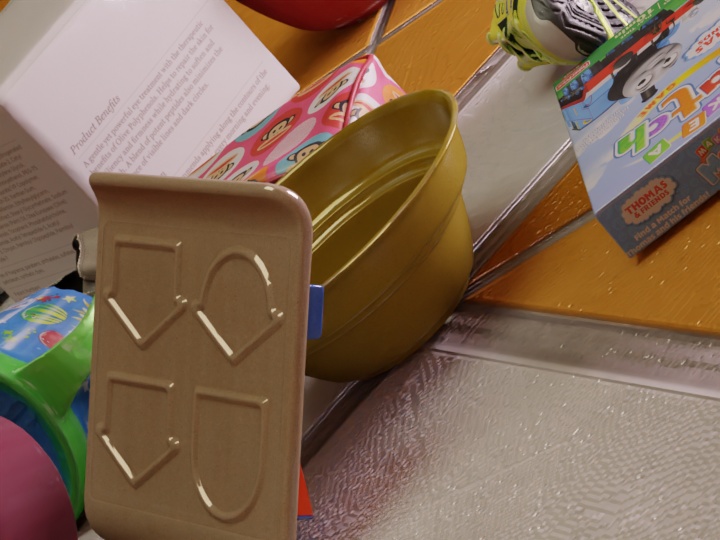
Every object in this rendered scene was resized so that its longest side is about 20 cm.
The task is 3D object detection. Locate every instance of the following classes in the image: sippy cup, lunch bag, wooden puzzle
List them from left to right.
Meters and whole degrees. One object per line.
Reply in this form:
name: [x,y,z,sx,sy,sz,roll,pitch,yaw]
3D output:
sippy cup: [-0.199,0.080,1.718,0.177,0.140,0.130,-3,27,29]
wooden puzzle: [-0.076,0.052,1.444,0.046,0.201,0.185,-4,6,-37]
lunch bag: [-0.052,-0.046,1.750,0.200,0.082,0.176,-33,20,28]

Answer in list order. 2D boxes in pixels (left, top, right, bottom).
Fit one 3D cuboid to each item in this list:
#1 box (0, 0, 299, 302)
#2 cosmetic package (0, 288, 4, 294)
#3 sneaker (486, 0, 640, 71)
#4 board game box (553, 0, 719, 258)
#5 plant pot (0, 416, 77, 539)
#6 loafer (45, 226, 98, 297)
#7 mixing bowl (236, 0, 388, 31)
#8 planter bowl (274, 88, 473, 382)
box: [-0.197,-0.107,2.034,0.200,0.171,0.199,-16,32,53]
cosmetic package: [-0.314,-0.065,2.261,0.200,0.123,0.199,-46,19,-15]
sneaker: [0.115,-0.144,1.657,0.076,0.075,0.200,-47,5,15]
board game box: [0.177,-0.099,1.472,0.151,0.037,0.200,-38,20,12]
plant pot: [-0.259,0.161,1.542,0.200,0.200,0.179,-27,-4,39]
loafer: [-0.159,-0.001,1.885,0.200,0.070,0.075,-42,18,1]
mixing bowl: [-0.019,-0.248,2.085,0.200,0.108,0.200,-37,20,15]
planter bowl: [0.000,0.000,1.540,0.200,0.083,0.201,-37,19,15]
